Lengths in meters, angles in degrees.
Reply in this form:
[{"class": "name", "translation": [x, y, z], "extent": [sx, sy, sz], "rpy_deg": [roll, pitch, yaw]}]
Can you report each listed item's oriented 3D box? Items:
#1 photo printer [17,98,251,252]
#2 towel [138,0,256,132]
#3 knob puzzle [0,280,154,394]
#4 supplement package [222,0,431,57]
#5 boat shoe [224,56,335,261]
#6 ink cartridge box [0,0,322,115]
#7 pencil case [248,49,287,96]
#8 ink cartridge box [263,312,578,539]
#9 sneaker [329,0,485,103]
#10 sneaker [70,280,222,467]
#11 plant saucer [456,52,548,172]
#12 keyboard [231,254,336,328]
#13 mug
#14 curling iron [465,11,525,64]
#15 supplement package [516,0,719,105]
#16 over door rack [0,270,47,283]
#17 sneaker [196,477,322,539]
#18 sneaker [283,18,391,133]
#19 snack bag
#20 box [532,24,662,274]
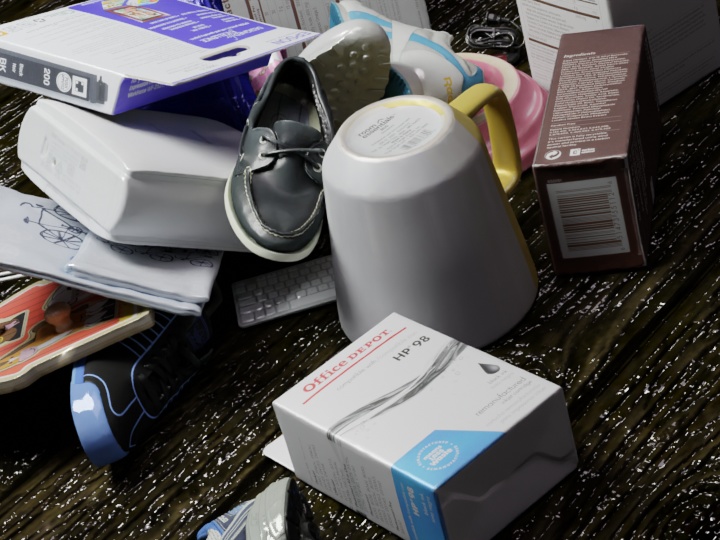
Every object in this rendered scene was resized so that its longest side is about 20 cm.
[{"class": "photo printer", "translation": [-0.139, -0.071, 1.400], "extent": [0.200, 0.070, 0.166], "rpy_deg": [4, 21, -39]}, {"class": "towel", "translation": [-0.163, -0.149, 1.562], "extent": [0.148, 0.050, 0.200], "rpy_deg": [-19, 71, -5]}, {"class": "knob puzzle", "translation": [-0.250, 0.038, 1.344], "extent": [0.219, 0.030, 0.220], "rpy_deg": [-21, 21, 8]}, {"class": "supplement package", "translation": [-0.048, -0.262, 1.722], "extent": [0.200, 0.117, 0.117], "rpy_deg": [-16, 33, -1]}, {"class": "boat shoe", "translation": [-0.052, -0.088, 1.325], "extent": [0.074, 0.066, 0.199], "rpy_deg": [15, 38, -4]}, {"class": "ink cartridge box", "translation": [-0.165, -0.170, 1.437], "extent": [0.200, 0.043, 0.198], "rpy_deg": [17, 26, 30]}, {"class": "pencil case", "translation": [-0.154, -0.149, 1.631], "extent": [0.200, 0.083, 0.087], "rpy_deg": [-18, 71, -3]}, {"class": "ink cartridge box", "translation": [0.027, 0.099, 1.177], "extent": [0.116, 0.067, 0.200], "rpy_deg": [-36, 37, -27]}, {"class": "sneaker", "translation": [0.031, -0.170, 1.503], "extent": [0.081, 0.077, 0.200], "rpy_deg": [-14, 34, -20]}, {"class": "sneaker", "translation": [-0.151, 0.063, 1.310], "extent": [0.078, 0.070, 0.200], "rpy_deg": [-15, 30, 15]}, {"class": "plant saucer", "translation": [0.063, -0.125, 1.524], "extent": [0.200, 0.051, 0.201], "rpy_deg": [-12, 31, 7]}, {"class": "keyboard", "translation": [0.000, 0.000, 1.396], "extent": [0.200, 0.011, 0.056], "rpy_deg": [-16, 32, 0]}, {"class": "mug", "translation": [0.041, -0.050, 1.312], "extent": [0.149, 0.153, 0.187], "rpy_deg": [-10, 36, 9]}, {"class": "curling iron", "translation": [0.052, -0.182, 1.634], "extent": [0.200, 0.026, 0.050], "rpy_deg": [-19, 69, 1]}, {"class": "supplement package", "translation": [0.206, -0.245, 1.503], "extent": [0.121, 0.200, 0.120], "rpy_deg": [-32, 35, -25]}, {"class": "over door rack", "translation": [-0.253, -0.061, 1.503], "extent": [0.148, 0.067, 0.200], "rpy_deg": [-12, 65, 7]}, {"class": "sneaker", "translation": [-0.073, 0.206, 1.066], "extent": [0.085, 0.077, 0.200], "rpy_deg": [-19, 23, 14]}, {"class": "sneaker", "translation": [-0.029, -0.155, 1.464], "extent": [0.076, 0.200, 0.081], "rpy_deg": [20, 60, -15]}, {"class": "snack bag", "translation": [-0.201, -0.023, 1.349], "extent": [0.200, 0.021, 0.189], "rpy_deg": [14, 17, -2]}, {"class": "box", "translation": [0.183, -0.094, 1.377], "extent": [0.075, 0.100, 0.200], "rpy_deg": [-6, 34, 16]}]
